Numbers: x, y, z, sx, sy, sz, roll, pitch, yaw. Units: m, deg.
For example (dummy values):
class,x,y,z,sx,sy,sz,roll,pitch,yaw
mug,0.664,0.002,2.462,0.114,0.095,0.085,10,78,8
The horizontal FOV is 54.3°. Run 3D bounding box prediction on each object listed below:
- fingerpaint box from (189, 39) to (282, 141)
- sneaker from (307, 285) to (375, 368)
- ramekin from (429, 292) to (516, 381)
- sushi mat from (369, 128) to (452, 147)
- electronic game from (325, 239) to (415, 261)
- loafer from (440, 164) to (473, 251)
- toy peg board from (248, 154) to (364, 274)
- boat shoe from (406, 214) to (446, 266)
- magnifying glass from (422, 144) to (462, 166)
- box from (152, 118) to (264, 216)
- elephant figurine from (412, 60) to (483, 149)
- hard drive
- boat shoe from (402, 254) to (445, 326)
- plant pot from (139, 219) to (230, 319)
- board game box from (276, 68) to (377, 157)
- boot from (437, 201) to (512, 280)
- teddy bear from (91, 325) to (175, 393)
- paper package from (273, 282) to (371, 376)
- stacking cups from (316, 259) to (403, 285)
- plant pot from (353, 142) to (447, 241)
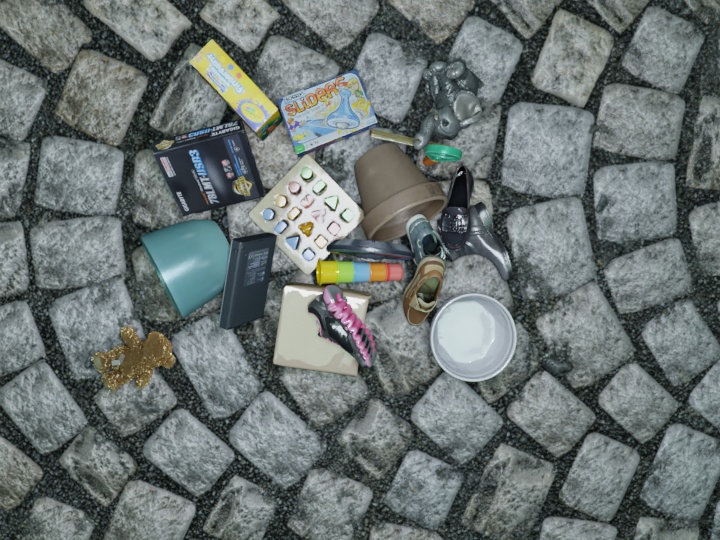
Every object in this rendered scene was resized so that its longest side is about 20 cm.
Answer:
class,x,y,z,sx,sy,sz,roll,pitch,yaw
fingerpaint box,-0.266,-0.390,1.538,0.073,0.167,0.200,-44,94,1
sneaker,-0.044,0.134,1.537,0.095,0.079,0.201,-31,95,22
ramekin,0.253,0.149,1.628,0.198,0.105,0.203,0,93,-2
sushi mat,0.117,-0.293,1.599,0.198,0.096,0.012,12,107,-3
electronic game,0.022,-0.041,1.556,0.198,0.200,0.042,6,88,-3
loafer,0.218,-0.146,1.594,0.071,0.063,0.202,5,69,15
toy peg board,-0.122,-0.127,1.596,0.199,0.098,0.200,-45,94,0
boat shoe,0.157,-0.040,1.580,0.072,0.062,0.201,-33,138,-4
magnifying glass,0.170,-0.251,1.550,0.079,0.200,0.023,10,92,-7
box,-0.329,-0.221,1.542,0.196,0.201,0.050,-15,51,-4
elephant figurine,0.199,-0.353,1.573,0.153,0.141,0.202,-3,80,12
hard drive,-0.249,0.022,1.560,0.033,0.139,0.202,18,107,23
boat shoe,0.140,0.057,1.586,0.075,0.074,0.201,8,133,-5
plant pot,-0.367,-0.021,1.548,0.160,0.200,0.202,-29,95,-16
board game box,-0.076,-0.360,1.605,0.198,0.034,0.137,-22,85,-1
boot,0.265,-0.048,1.641,0.131,0.070,0.202,-25,82,2
teddy bear,-0.522,0.204,1.621,0.200,0.067,0.145,-41,85,7
paper package,-0.090,0.132,1.611,0.198,0.103,0.193,9,93,-4
stacking cups,0.000,0.000,1.617,0.198,0.060,0.061,-3,94,-13
plant pot,0.070,-0.183,1.569,0.199,0.200,0.176,-25,78,-1
